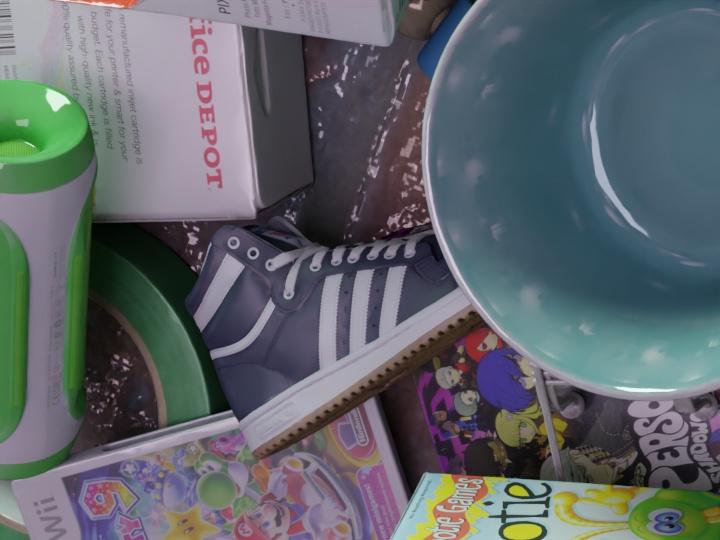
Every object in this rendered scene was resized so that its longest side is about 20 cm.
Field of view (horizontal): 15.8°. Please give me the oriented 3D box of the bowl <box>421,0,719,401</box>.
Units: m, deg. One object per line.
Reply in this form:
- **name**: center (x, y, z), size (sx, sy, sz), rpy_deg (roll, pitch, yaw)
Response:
- **bowl**: center (0.138, -0.053, 1.157), size (0.200, 0.105, 0.202), rpy_deg (9, 108, 29)

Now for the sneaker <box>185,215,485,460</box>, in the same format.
- **sneaker**: center (0.000, 0.000, 1.285), size (0.199, 0.070, 0.109), rpy_deg (-34, 80, 21)

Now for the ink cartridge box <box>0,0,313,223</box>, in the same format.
- **ink cartridge box**: center (-0.133, -0.103, 1.344), size (0.199, 0.086, 0.149), rpy_deg (0, 104, 20)

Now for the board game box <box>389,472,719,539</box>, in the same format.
- **board game box**: center (0.115, 0.168, 1.200), size (0.199, 0.103, 0.105), rpy_deg (2, 119, 18)

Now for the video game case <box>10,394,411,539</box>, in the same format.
- **video game case**: center (-0.068, 0.146, 1.370), size (0.199, 0.018, 0.144), rpy_deg (-16, 107, 8)

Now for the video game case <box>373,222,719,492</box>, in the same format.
- **video game case**: center (0.118, 0.056, 1.306), size (0.180, 0.036, 0.201), rpy_deg (-14, 96, 24)

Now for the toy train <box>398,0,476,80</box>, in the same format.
- **toy train**: center (0.096, -0.163, 1.250), size (0.116, 0.084, 0.200), rpy_deg (45, 111, 25)

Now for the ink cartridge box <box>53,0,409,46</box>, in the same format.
- **ink cartridge box**: center (-0.057, -0.188, 1.247), size (0.199, 0.163, 0.057), rpy_deg (12, 141, 11)

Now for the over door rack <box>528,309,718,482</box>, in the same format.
- **over door rack**: center (0.163, 0.103, 1.250), size (0.147, 0.067, 0.201), rpy_deg (0, 116, 20)

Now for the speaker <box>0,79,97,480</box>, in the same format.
- **speaker**: center (-0.176, 0.008, 1.307), size (0.088, 0.089, 0.201), rpy_deg (20, 128, 17)

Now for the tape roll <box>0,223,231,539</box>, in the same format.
- **tape roll**: center (-0.163, 0.068, 1.416), size (0.199, 0.048, 0.202), rpy_deg (5, 104, 21)
